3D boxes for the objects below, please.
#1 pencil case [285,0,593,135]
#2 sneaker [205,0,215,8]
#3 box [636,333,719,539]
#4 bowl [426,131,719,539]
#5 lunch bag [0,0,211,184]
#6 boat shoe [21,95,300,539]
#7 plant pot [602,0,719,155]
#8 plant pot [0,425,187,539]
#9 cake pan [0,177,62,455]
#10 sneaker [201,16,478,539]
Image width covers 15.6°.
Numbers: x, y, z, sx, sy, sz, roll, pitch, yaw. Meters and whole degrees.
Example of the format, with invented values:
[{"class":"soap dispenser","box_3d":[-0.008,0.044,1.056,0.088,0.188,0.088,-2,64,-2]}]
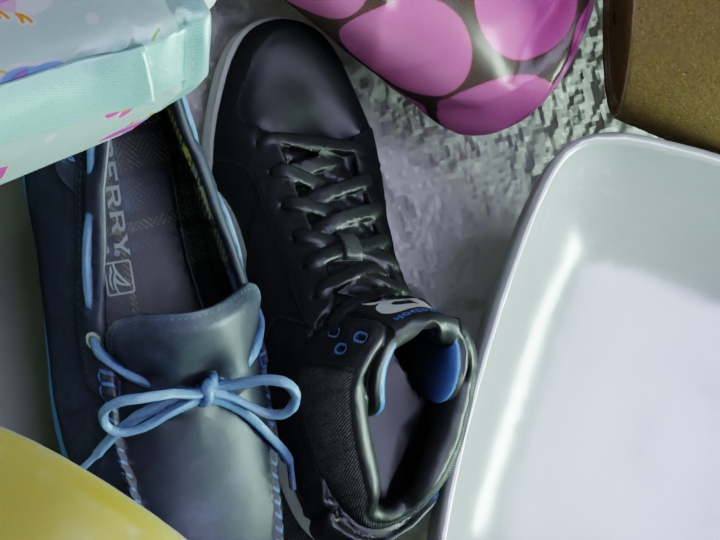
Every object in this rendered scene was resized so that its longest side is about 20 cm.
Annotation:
[{"class":"pencil case","box_3d":[-0.005,-0.137,0.942,0.200,0.091,0.094,36,91,-32]},{"class":"sneaker","box_3d":[-0.101,-0.173,0.818,0.076,0.111,0.201,-18,71,10]},{"class":"box","box_3d":[0.185,0.115,1.050,0.142,0.036,0.202,-12,86,-29]},{"class":"bowl","box_3d":[0.125,0.066,0.971,0.199,0.075,0.201,20,79,-11]},{"class":"lunch bag","box_3d":[-0.156,-0.066,0.756,0.169,0.200,0.123,-21,114,-27]},{"class":"boat shoe","box_3d":[-0.070,0.021,0.870,0.084,0.069,0.201,-22,92,-29]},{"class":"plant pot","box_3d":[0.194,-0.100,0.977,0.198,0.186,0.188,2,80,-3]},{"class":"plant pot","box_3d":[-0.132,0.152,0.779,0.200,0.200,0.190,37,70,-17]},{"class":"cake pan","box_3d":[-0.158,0.004,0.887,0.199,0.037,0.202,5,79,-27]},{"class":"sneaker","box_3d":[0.000,0.000,0.928,0.073,0.112,0.202,-1,82,-28]}]
